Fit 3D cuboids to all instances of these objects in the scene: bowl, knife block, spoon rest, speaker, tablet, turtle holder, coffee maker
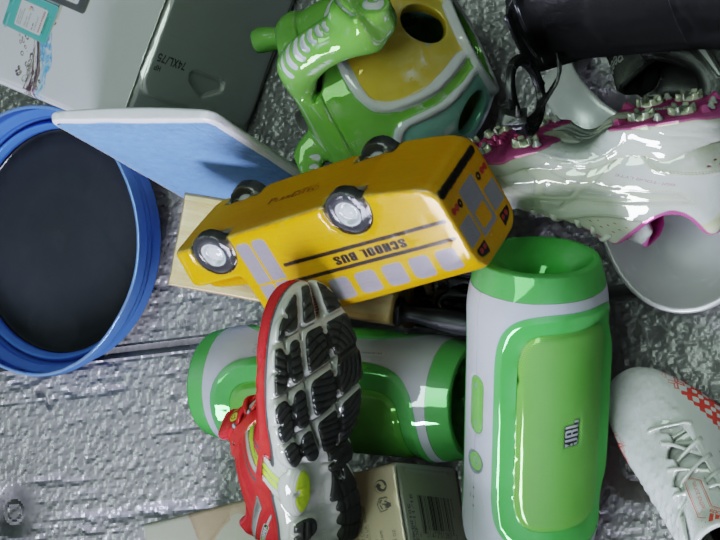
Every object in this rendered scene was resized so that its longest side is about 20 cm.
[{"bbox_3d":[-0.232,-0.022,1.470,0.200,0.039,0.201,0,91,32],"label":"bowl"},{"bbox_3d":[0.000,0.000,1.278,0.176,0.200,0.064,7,86,59],"label":"knife block"},{"bbox_3d":[0.174,-0.061,1.250,0.099,0.061,0.200,-44,65,17],"label":"spoon rest"},{"bbox_3d":[0.107,0.085,1.211,0.088,0.088,0.200,12,113,30],"label":"speaker"},{"bbox_3d":[-0.014,0.081,1.322,0.200,0.088,0.089,2,85,29],"label":"speaker"},{"bbox_3d":[-0.100,-0.072,1.323,0.130,0.200,0.014,2,75,29],"label":"tablet"},{"bbox_3d":[0.009,-0.133,1.284,0.132,0.186,0.141,-25,42,11],"label":"turtle holder"},{"bbox_3d":[0.195,-0.173,1.149,0.200,0.135,0.192,1,89,23],"label":"coffee maker"}]

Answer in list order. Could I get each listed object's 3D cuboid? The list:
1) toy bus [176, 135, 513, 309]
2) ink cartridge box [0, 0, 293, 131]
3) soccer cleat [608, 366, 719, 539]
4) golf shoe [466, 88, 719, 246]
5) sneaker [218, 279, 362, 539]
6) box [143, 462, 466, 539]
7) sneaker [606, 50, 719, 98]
[{"bbox_3d":[-0.013,-0.024,1.197,0.200,0.065,0.078,-16,117,36],"label":"toy bus"},{"bbox_3d":[-0.178,-0.182,1.411,0.200,0.147,0.146,24,95,29],"label":"ink cartridge box"},{"bbox_3d":[0.210,0.137,1.190,0.069,0.085,0.200,-41,67,19],"label":"soccer cleat"},{"bbox_3d":[0.135,-0.051,1.207,0.200,0.075,0.092,-7,109,31],"label":"golf shoe"},{"bbox_3d":[-0.053,0.094,1.211,0.085,0.077,0.200,23,123,37],"label":"sneaker"},{"bbox_3d":[-0.036,0.188,1.317,0.200,0.095,0.078,-16,75,25],"label":"box"},{"bbox_3d":[0.177,-0.159,1.246,0.200,0.066,0.091,40,80,25],"label":"sneaker"}]
